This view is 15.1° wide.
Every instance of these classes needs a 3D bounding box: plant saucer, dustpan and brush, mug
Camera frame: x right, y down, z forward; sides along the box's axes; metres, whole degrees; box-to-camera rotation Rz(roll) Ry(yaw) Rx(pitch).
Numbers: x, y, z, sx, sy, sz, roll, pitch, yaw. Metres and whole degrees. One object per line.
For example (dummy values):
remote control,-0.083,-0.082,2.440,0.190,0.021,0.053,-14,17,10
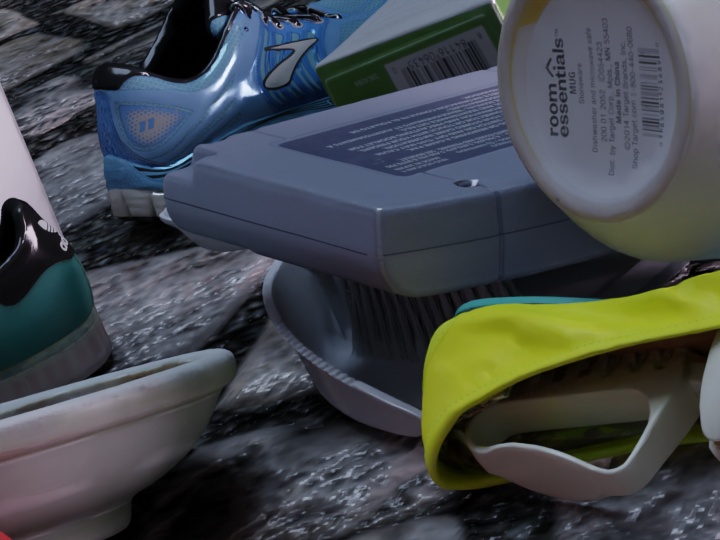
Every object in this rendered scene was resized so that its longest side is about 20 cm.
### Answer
plant saucer,-0.132,0.075,0.898,0.200,0.050,0.200,-16,1,0
dustpan and brush,0.000,0.000,0.990,0.200,0.057,0.139,2,29,47
mug,0.116,-0.083,0.864,0.153,0.187,0.150,-14,-30,-38

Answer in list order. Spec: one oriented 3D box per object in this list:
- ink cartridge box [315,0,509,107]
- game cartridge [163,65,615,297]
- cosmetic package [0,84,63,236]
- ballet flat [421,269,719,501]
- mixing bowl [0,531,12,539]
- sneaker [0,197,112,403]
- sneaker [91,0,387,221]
ink cartridge box,0.078,-0.125,1.204,0.104,0.059,0.200,-18,21,42
game cartridge,0.048,-0.036,0.958,0.200,0.041,0.133,-17,19,-39
cosmetic package,-0.259,-0.048,1.171,0.165,0.200,0.165,-35,22,-34
ballet flat,0.101,0.035,0.814,0.200,0.067,0.067,-10,43,35
mixing bowl,-0.155,0.126,0.748,0.200,0.109,0.200,-19,19,7
sneaker,-0.199,0.038,1.059,0.200,0.080,0.071,-28,21,-18
sneaker,-0.043,-0.100,1.254,0.078,0.090,0.200,1,28,46
